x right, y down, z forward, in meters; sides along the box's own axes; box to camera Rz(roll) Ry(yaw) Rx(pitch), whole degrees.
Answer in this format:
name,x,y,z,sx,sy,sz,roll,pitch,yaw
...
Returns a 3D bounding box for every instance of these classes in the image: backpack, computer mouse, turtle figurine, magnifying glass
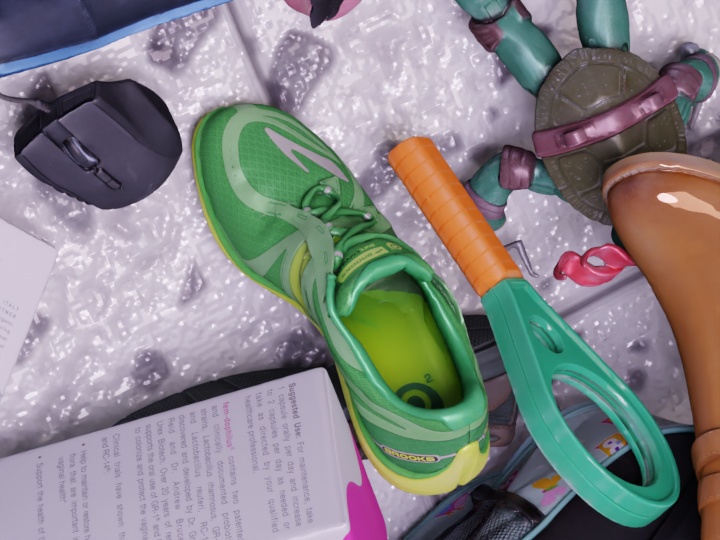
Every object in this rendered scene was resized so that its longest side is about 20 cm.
name,x,y,z,sx,sy,sz,roll,pitch,yaw
backpack,0.106,0.160,1.327,0.200,0.153,0.176,-40,107,-9
computer mouse,-0.130,-0.060,1.199,0.059,0.200,0.034,-31,68,18
turtle figurine,0.105,-0.072,1.312,0.149,0.101,0.200,-25,102,-16
magnifying glass,0.072,0.025,1.257,0.022,0.200,0.080,-42,158,27

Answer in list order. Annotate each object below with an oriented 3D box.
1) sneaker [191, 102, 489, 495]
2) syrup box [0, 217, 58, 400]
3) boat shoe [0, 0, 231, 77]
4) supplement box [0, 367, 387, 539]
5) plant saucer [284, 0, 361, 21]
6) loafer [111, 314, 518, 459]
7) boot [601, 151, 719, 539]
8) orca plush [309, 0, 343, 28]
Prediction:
name,x,y,z,sx,sy,sz,roll,pitch,yaw
sneaker,0.000,0.000,1.261,0.074,0.084,0.200,-28,72,-24
syrup box,-0.206,0.063,1.197,0.079,0.081,0.200,30,66,-28
boat shoe,-0.135,-0.124,1.232,0.200,0.084,0.069,-23,101,-31
supplement box,-0.091,0.132,1.233,0.199,0.103,0.101,-17,129,5
plant saucer,-0.004,-0.206,1.209,0.051,0.200,0.201,20,95,13
loafer,-0.015,0.076,1.314,0.199,0.072,0.063,-16,112,-18
boot,0.160,0.058,1.235,0.200,0.074,0.155,43,49,-27
orca plush,0.053,-0.167,1.202,0.200,0.071,0.106,-41,139,-53
